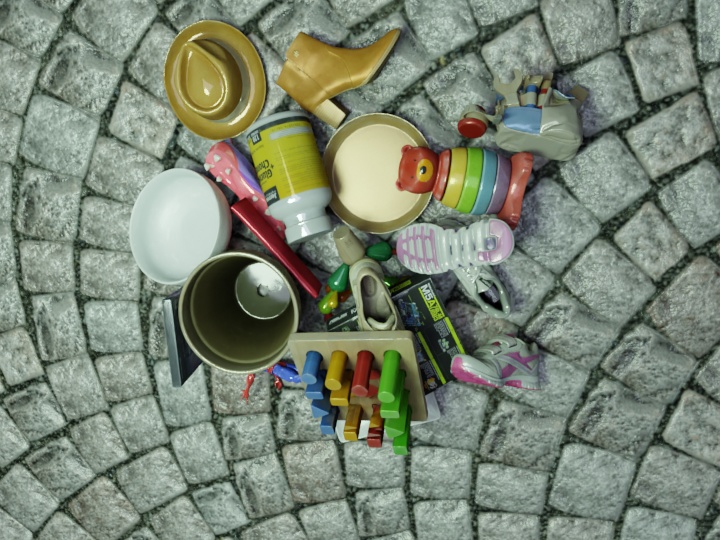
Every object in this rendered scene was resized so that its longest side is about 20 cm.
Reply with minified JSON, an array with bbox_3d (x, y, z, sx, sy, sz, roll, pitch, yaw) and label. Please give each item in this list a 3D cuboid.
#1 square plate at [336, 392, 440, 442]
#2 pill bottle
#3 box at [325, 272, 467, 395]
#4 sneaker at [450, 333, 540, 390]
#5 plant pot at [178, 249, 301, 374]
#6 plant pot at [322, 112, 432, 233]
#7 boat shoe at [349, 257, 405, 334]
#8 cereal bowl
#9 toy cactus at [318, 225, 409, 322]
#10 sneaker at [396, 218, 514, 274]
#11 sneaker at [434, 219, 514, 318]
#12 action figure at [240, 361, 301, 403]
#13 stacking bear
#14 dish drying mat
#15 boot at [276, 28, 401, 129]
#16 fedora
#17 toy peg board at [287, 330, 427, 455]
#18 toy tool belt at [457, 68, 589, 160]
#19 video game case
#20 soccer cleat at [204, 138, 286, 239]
[{"bbox_3d":[0.027,0.196,1.179,0.195,0.028,0.203,-16,98,11],"label":"square plate"},{"bbox_3d":[-0.112,-0.152,1.081,0.111,0.112,0.203,-18,88,12],"label":"pill bottle"},{"bbox_3d":[0.069,0.127,1.094,0.191,0.048,0.201,-29,113,2],"label":"box"},{"bbox_3d":[0.227,0.148,1.086,0.081,0.198,0.090,1,82,50],"label":"sneaker"},{"bbox_3d":[-0.186,0.054,1.109,0.197,0.174,0.203,1,101,5],"label":"plant pot"},{"bbox_3d":[0.030,-0.165,1.112,0.197,0.027,0.203,2,101,9],"label":"plant pot"},{"bbox_3d":[0.031,0.081,1.012,0.071,0.065,0.202,-16,111,0],"label":"boat shoe"},{"bbox_3d":[-0.303,-0.073,1.138,0.197,0.083,0.203,-3,84,26],"label":"cereal bowl"},{"bbox_3d":[0.000,0.000,1.093,0.198,0.103,0.166,-28,130,5],"label":"toy cactus"},{"bbox_3d":[0.156,-0.037,1.035,0.198,0.088,0.082,-3,90,28],"label":"sneaker"},{"bbox_3d":[0.191,-0.002,1.091,0.075,0.081,0.201,-40,91,15],"label":"sneaker"},{"bbox_3d":[-0.143,0.205,1.180,0.198,0.065,0.100,18,108,20],"label":"action figure"},{"bbox_3d":[0.157,-0.148,1.039,0.197,0.114,0.123,11,103,-2],"label":"stacking bear"},{"bbox_3d":[-0.137,-0.037,1.081,0.018,0.077,0.200,-39,98,10],"label":"dish drying mat"},{"bbox_3d":[-0.041,-0.350,1.066,0.144,0.071,0.202,39,109,-3],"label":"boot"},{"bbox_3d":[-0.258,-0.323,1.099,0.197,0.082,0.204,1,100,8],"label":"fedora"},{"bbox_3d":[-0.006,0.200,1.017,0.196,0.098,0.202,-3,130,14],"label":"toy peg board"},{"bbox_3d":[0.259,-0.256,1.028,0.197,0.125,0.125,12,71,3],"label":"toy tool belt"},{"bbox_3d":[-0.295,0.098,1.122,0.019,0.200,0.145,-3,100,3],"label":"video game case"},{"bbox_3d":[-0.189,-0.141,1.135,0.066,0.077,0.200,-26,113,37],"label":"soccer cleat"}]
